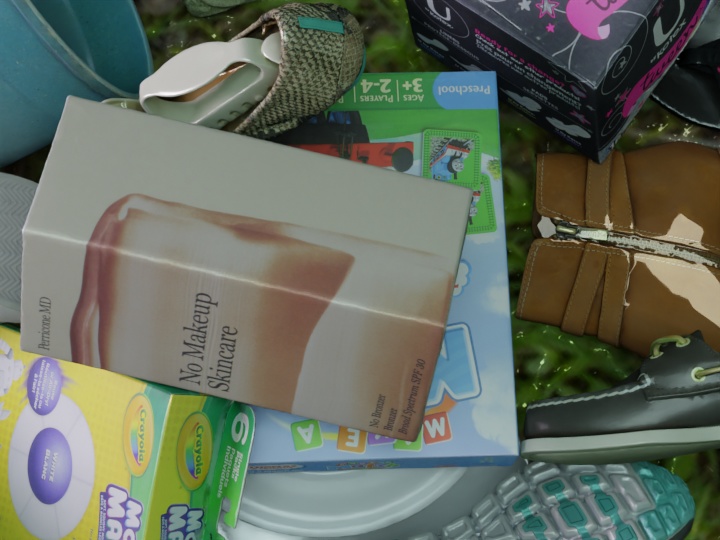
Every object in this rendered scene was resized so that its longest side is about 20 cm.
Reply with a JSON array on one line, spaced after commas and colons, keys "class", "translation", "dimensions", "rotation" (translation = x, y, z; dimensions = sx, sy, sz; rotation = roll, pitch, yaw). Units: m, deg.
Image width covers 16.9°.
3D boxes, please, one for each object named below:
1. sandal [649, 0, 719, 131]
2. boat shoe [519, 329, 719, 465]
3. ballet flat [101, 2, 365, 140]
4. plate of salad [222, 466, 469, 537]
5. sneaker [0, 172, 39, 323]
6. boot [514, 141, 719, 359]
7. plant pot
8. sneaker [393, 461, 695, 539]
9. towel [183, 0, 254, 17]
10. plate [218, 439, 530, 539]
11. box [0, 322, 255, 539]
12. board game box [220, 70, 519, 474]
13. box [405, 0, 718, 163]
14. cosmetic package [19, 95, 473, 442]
[{"class": "sandal", "translation": [0.236, -0.096, 1.307], "dimensions": [0.199, 0.045, 0.076], "rotation": [26, 85, 3]}, {"class": "boat shoe", "translation": [0.176, 0.060, 1.212], "dimensions": [0.199, 0.072, 0.061], "rotation": [-7, 81, 4]}, {"class": "ballet flat", "translation": [-0.084, -0.075, 1.181], "dimensions": [0.199, 0.075, 0.068], "rotation": [-32, 61, 38]}, {"class": "plate of salad", "translation": [-0.021, 0.040, 1.263], "dimensions": [0.198, 0.048, 0.202], "rotation": [1, 76, -6]}, {"class": "sneaker", "translation": [-0.228, -0.002, 1.238], "dimensions": [0.198, 0.115, 0.074], "rotation": [12, 64, -25]}, {"class": "boot", "translation": [0.158, 0.030, 1.280], "dimensions": [0.154, 0.077, 0.202], "rotation": [4, 84, 0]}, {"class": "plant pot", "translation": [-0.238, -0.127, 1.249], "dimensions": [0.187, 0.200, 0.201], "rotation": [-30, 85, 13]}, {"class": "sneaker", "translation": [0.083, 0.162, 1.267], "dimensions": [0.199, 0.091, 0.078], "rotation": [-22, 50, 4]}, {"class": "towel", "translation": [-0.051, -0.232, 1.271], "dimensions": [0.147, 0.037, 0.201], "rotation": [-21, 129, -2]}, {"class": "plate", "translation": [-0.030, 0.071, 1.299], "dimensions": [0.199, 0.032, 0.201], "rotation": [-23, 86, -2]}, {"class": "box", "translation": [-0.133, 0.101, 1.220], "dimensions": [0.199, 0.048, 0.118], "rotation": [16, 97, 43]}, {"class": "board game box", "translation": [0.000, 0.000, 1.231], "dimensions": [0.150, 0.037, 0.202], "rotation": [-2, 77, -6]}, {"class": "box", "translation": [0.129, -0.183, 1.261], "dimensions": [0.132, 0.115, 0.201], "rotation": [33, 80, 16]}, {"class": "cosmetic package", "translation": [-0.055, 0.001, 1.146], "dimensions": [0.198, 0.104, 0.088], "rotation": [13, 53, 2]}]
